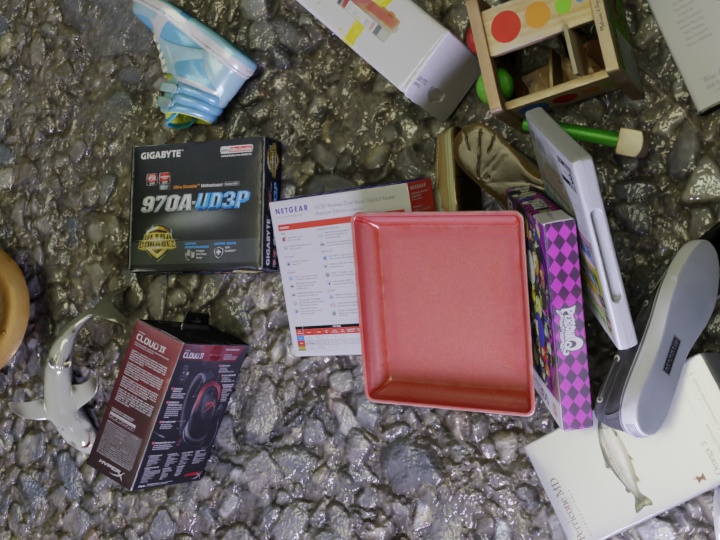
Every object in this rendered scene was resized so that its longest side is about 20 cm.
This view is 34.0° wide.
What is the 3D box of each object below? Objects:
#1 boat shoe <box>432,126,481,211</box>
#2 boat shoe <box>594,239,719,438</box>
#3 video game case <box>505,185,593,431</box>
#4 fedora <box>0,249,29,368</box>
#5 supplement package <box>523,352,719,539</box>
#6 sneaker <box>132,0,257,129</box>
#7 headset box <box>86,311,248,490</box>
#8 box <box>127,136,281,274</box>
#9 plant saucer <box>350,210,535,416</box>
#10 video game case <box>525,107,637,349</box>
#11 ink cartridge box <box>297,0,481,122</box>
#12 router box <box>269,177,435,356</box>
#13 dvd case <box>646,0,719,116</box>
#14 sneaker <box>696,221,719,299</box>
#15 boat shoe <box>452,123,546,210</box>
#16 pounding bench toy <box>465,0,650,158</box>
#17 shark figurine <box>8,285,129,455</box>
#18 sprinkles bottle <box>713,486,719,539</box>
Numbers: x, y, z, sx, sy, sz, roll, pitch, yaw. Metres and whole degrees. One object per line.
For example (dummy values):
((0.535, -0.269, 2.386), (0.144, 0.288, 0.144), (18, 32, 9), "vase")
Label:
((0.093, -0.055, 1.291), (0.066, 0.074, 0.204), (-6, 83, 29), "boat shoe")
((0.272, 0.060, 1.096), (0.066, 0.070, 0.202), (5, 66, 49), "boat shoe")
((0.184, 0.031, 1.156), (0.035, 0.181, 0.203), (-8, 104, -2), "video game case")
((-0.508, 0.059, 1.564), (0.197, 0.082, 0.204), (-3, 82, 20), "fedora")
((0.283, 0.177, 1.157), (0.199, 0.117, 0.118), (-32, 75, 20), "supplement package")
((-0.235, -0.256, 1.464), (0.199, 0.079, 0.132), (37, 100, 24), "sneaker")
((-0.220, 0.146, 1.381), (0.074, 0.148, 0.203), (23, 96, 25), "headset box")
((-0.192, -0.077, 1.444), (0.197, 0.046, 0.162), (0, 85, 26), "box")
((0.088, 0.038, 1.191), (0.197, 0.037, 0.203), (1, 101, 33), "plant saucer")
((0.206, -0.046, 1.110), (0.022, 0.200, 0.184), (-17, 110, 2), "video game case")
((0.030, -0.270, 1.303), (0.200, 0.145, 0.084), (45, 102, 21), "ink cartridge box")
((0.000, 0.000, 1.300), (0.198, 0.049, 0.183), (-4, 98, 38), "router box")
((0.374, -0.280, 1.209), (0.141, 0.017, 0.203), (-27, 74, 22), "dvd case")
((0.391, -0.035, 1.140), (0.199, 0.087, 0.076), (-39, 71, 17), "sneaker")
((0.183, -0.081, 1.257), (0.073, 0.065, 0.201), (-41, 89, 23), "boat shoe")
((0.204, -0.193, 1.223), (0.154, 0.124, 0.203), (-16, 79, 23), "pounding bench toy")
((-0.368, 0.118, 1.499), (0.126, 0.090, 0.218), (12, 100, -8), "shark figurine")
((0.436, 0.234, 1.105), (0.197, 0.068, 0.069), (-6, 83, 25), "sprinkles bottle")
